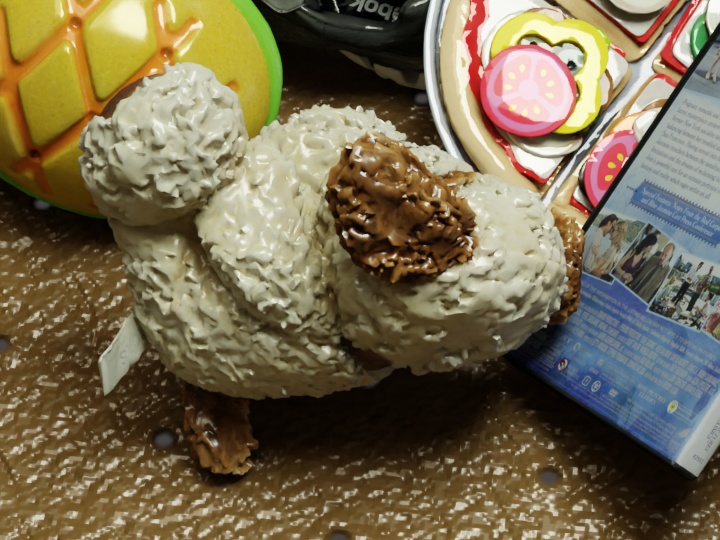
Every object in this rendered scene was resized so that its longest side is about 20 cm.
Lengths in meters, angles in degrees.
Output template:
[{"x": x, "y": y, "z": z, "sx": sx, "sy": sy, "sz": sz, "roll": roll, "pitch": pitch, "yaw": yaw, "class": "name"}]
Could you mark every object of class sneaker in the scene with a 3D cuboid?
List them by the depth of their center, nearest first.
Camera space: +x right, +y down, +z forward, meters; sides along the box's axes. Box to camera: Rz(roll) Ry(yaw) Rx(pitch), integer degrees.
[{"x": -0.038, "y": -0.139, "z": 1.224, "sx": 0.199, "sy": 0.091, "sz": 0.067, "roll": 14, "pitch": 77, "yaw": 14, "class": "sneaker"}]

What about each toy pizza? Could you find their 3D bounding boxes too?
[{"x": 0.127, "y": -0.094, "z": 1.166, "sx": 0.199, "sy": 0.032, "sz": 0.201, "roll": 2, "pitch": 75, "yaw": -7, "class": "toy pizza"}]

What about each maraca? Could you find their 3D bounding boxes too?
[{"x": -0.133, "y": -0.094, "z": 1.169, "sx": 0.199, "sy": 0.138, "sz": 0.107, "roll": 18, "pitch": 20, "yaw": -6, "class": "maraca"}]

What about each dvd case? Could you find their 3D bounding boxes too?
[{"x": 0.150, "y": -0.023, "z": 1.075, "sx": 0.200, "sy": 0.018, "sz": 0.143, "roll": -56, "pitch": 31, "yaw": 0, "class": "dvd case"}]

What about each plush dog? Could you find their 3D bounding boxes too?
[{"x": 0.000, "y": 0.000, "z": 1.067, "sx": 0.171, "sy": 0.200, "sz": 0.161, "roll": -5, "pitch": 82, "yaw": 31, "class": "plush dog"}]
